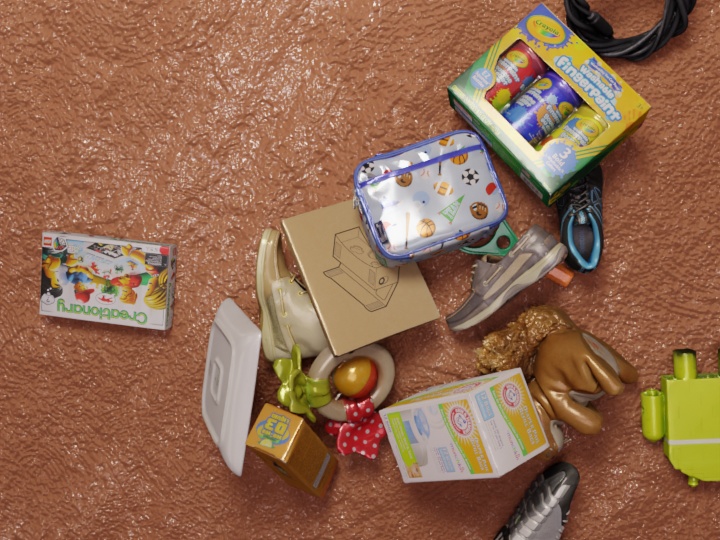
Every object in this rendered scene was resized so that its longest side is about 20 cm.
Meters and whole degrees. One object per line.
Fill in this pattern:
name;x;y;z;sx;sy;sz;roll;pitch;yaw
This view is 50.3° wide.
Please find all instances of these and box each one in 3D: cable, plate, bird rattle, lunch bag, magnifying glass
cable;0.337;-0.340;0.962;0.162;0.051;0.200;-16;140;3
plate;-0.189;0.155;1.073;0.032;0.200;0.201;5;100;-23
bird rattle;-0.017;0.171;1.072;0.200;0.113;0.163;35;99;-24
lunch bag;0.087;-0.100;1.039;0.199;0.076;0.161;-17;79;-5
magnifying glass;0.210;-0.036;1.088;0.199;0.022;0.080;30;100;3

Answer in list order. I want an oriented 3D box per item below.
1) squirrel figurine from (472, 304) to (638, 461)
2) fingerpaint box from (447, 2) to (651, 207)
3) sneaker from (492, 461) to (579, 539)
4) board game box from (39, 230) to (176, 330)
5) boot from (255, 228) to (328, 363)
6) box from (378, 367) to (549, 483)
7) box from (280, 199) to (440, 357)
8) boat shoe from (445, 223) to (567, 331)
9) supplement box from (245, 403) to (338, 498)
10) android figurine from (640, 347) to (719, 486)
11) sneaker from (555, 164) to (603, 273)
squirrel figurine;0.252;0.159;1.069;0.200;0.141;0.187;44;111;13
fingerpaint box;0.240;-0.214;0.998;0.167;0.073;0.200;-40;76;2
sneaker;0.285;0.376;1.115;0.115;0.075;0.200;31;110;-3
board game box;-0.380;0.014;1.152;0.199;0.035;0.127;6;99;5
boot;-0.068;0.037;1.098;0.154;0.073;0.201;-1;104;8
box;0.134;0.210;1.024;0.200;0.101;0.113;-25;84;53
box;0.000;0.000;1.051;0.163;0.021;0.201;-18;77;-20
boat shoe;0.192;0.009;1.064;0.200;0.074;0.073;-40;81;23
supplement box;-0.090;0.255;1.066;0.066;0.200;0.069;18;68;21
android figurine;0.490;0.208;1.078;0.181;0.041;0.201;-5;97;7
sneaker;0.299;-0.095;1.038;0.073;0.082;0.201;-11;95;10
